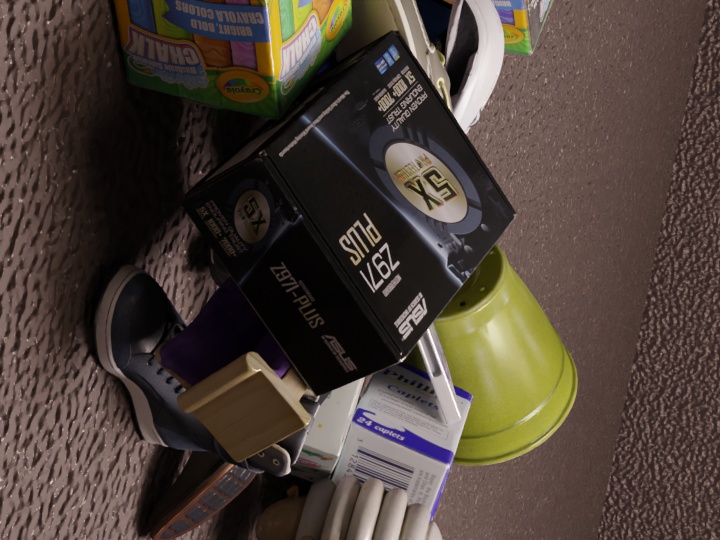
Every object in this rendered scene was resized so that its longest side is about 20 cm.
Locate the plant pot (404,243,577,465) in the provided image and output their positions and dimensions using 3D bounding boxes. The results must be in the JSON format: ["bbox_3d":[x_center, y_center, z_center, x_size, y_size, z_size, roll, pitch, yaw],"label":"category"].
[{"bbox_3d":[0.116,0.069,1.841,0.201,0.198,0.194,-62,144,-36],"label":"plant pot"}]

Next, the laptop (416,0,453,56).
[{"bbox_3d":[0.036,-0.147,1.536,0.200,0.102,0.179,-50,148,-59],"label":"laptop"}]

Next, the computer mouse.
[{"bbox_3d":[0.093,-0.146,1.465,0.110,0.043,0.203,-28,129,-69],"label":"computer mouse"}]

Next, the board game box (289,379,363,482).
[{"bbox_3d":[-0.030,0.100,1.516,0.200,0.064,0.149,108,0,-75],"label":"board game box"}]

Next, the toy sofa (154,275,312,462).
[{"bbox_3d":[-0.051,0.030,1.213,0.098,0.082,0.200,50,42,-12],"label":"toy sofa"}]

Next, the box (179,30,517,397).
[{"bbox_3d":[-0.002,-0.042,1.170,0.165,0.086,0.200,56,41,-11],"label":"box"}]

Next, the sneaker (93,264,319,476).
[{"bbox_3d":[-0.106,0.076,1.246,0.203,0.145,0.077,73,38,-54],"label":"sneaker"}]

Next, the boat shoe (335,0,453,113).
[{"bbox_3d":[0.032,-0.134,1.270,0.060,0.072,0.204,-38,128,-38],"label":"boat shoe"}]

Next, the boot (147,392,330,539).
[{"bbox_3d":[-0.117,0.122,1.382,0.200,0.097,0.075,-45,161,-3],"label":"boot"}]

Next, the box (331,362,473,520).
[{"bbox_3d":[0.025,0.211,1.670,0.200,0.104,0.186,-59,170,-71],"label":"box"}]

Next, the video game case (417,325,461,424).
[{"bbox_3d":[0.052,0.031,1.649,0.143,0.018,0.202,-101,172,-68],"label":"video game case"}]

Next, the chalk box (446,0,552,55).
[{"bbox_3d":[0.121,-0.297,1.643,0.201,0.123,0.126,76,32,-55],"label":"chalk box"}]

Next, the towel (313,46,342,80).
[{"bbox_3d":[-0.001,-0.117,1.324,0.147,0.049,0.202,-37,125,-32],"label":"towel"}]

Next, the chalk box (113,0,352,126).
[{"bbox_3d":[-0.084,-0.189,1.152,0.201,0.123,0.125,85,27,-43],"label":"chalk box"}]

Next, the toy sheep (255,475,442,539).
[{"bbox_3d":[0.004,0.248,1.509,0.138,0.198,0.139,17,90,-88],"label":"toy sheep"}]

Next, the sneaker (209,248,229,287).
[{"bbox_3d":[-0.066,-0.001,1.410,0.200,0.074,0.086,-29,131,-65],"label":"sneaker"}]
